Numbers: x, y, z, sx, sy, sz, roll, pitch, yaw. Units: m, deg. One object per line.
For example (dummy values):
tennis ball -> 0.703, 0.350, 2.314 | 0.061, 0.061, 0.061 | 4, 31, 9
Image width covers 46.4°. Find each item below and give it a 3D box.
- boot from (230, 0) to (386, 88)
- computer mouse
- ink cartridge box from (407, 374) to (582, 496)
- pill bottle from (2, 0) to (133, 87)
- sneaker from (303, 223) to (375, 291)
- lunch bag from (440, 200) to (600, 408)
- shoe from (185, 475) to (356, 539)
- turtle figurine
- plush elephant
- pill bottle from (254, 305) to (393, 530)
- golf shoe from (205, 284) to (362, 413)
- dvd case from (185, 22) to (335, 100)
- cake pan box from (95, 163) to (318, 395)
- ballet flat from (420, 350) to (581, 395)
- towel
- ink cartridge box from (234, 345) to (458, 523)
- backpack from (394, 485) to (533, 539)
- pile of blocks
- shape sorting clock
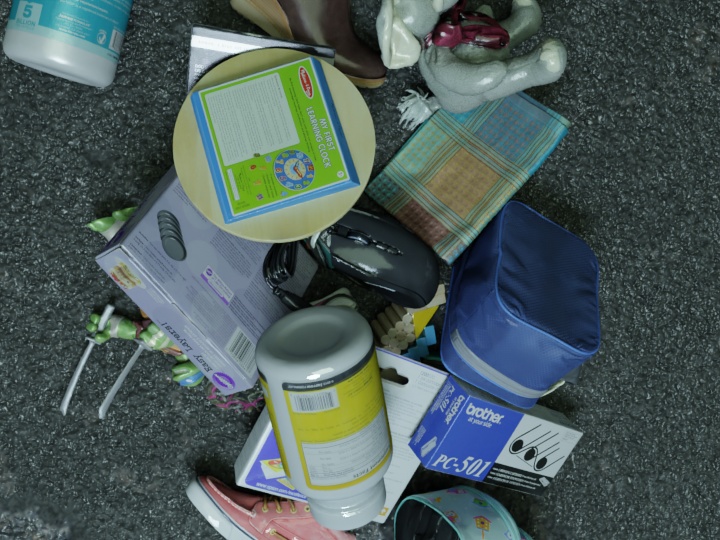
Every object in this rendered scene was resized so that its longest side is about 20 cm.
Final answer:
boot -> -0.030, -0.300, 0.865 | 0.198, 0.073, 0.167 | 31, 122, -4
computer mouse -> 0.000, 0.000, 0.840 | 0.199, 0.046, 0.142 | 33, 68, -23
ink cartridge box -> 0.154, 0.189, 0.939 | 0.198, 0.044, 0.095 | 22, 104, -36
pill bottle -> -0.278, -0.295, 0.836 | 0.109, 0.111, 0.203 | 14, 92, -10
sneaker -> -0.036, -0.055, 0.892 | 0.071, 0.080, 0.200 | -43, 114, 12
lunch bag -> 0.166, 0.035, 0.909 | 0.135, 0.201, 0.133 | 29, 132, -10
shoe -> -0.096, 0.273, 0.943 | 0.200, 0.071, 0.091 | 43, 86, -16
turtle figurine -> -0.241, 0.041, 0.859 | 0.197, 0.144, 0.197 | -16, 93, -11
plush elephant -> 0.091, -0.254, 0.872 | 0.198, 0.166, 0.155 | -25, 124, 23
pill bottle -> -0.028, 0.144, 0.801 | 0.110, 0.112, 0.203 | -14, 118, -8
golf shoe -> -0.083, 0.089, 0.932 | 0.198, 0.093, 0.073 | -26, 133, 10
dvd case -> -0.114, -0.147, 0.890 | 0.146, 0.016, 0.203 | 7, 116, -10
cake pan box -> -0.141, -0.005, 0.846 | 0.200, 0.052, 0.185 | 50, 43, -24
ballet flat -> 0.166, 0.121, 0.973 | 0.197, 0.073, 0.074 | -5, 96, -11
towel -> 0.114, -0.122, 0.920 | 0.200, 0.022, 0.146 | -47, 59, -2
ink cartridge box -> -0.009, 0.165, 0.907 | 0.196, 0.043, 0.202 | 23, 106, -27
backpack -> 0.116, 0.343, 0.932 | 0.151, 0.175, 0.203 | -10, 98, -25
pile of blocks -> 0.030, 0.090, 0.953 | 0.082, 0.062, 0.201 | 36, 97, -23
shape sorting clock -> -0.083, -0.124, 0.818 | 0.196, 0.039, 0.203 | -1, 74, 2
